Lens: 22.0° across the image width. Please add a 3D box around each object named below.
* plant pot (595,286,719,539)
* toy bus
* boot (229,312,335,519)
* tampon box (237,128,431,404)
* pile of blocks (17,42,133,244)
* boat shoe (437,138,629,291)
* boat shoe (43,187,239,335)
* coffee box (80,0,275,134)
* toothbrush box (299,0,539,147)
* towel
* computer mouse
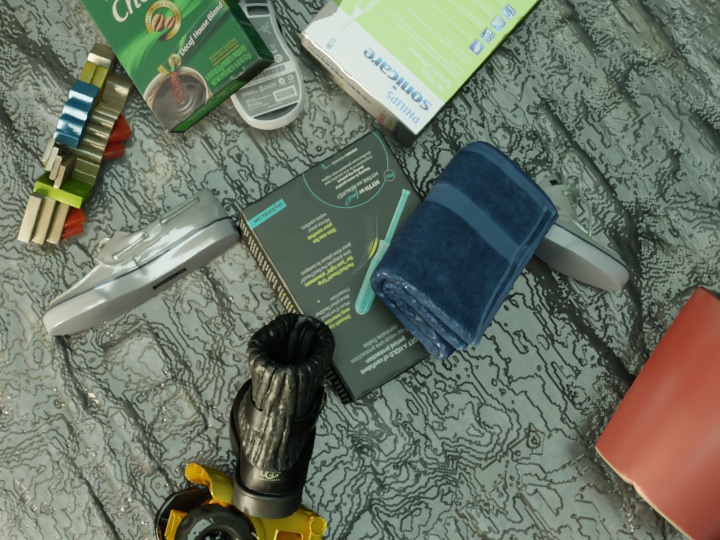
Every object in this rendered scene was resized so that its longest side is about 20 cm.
[{"bbox_3d":[0.323,0.144,1.684,0.200,0.200,0.177,41,94,1],"label":"plant pot"},{"bbox_3d":[-0.099,0.293,1.681,0.192,0.136,0.201,17,87,-18],"label":"toy bus"},{"bbox_3d":[-0.069,0.101,1.628,0.079,0.211,0.158,3,114,-7],"label":"boot"},{"bbox_3d":[0.000,0.000,1.700,0.150,0.126,0.200,-31,88,-7],"label":"tampon box"},{"bbox_3d":[-0.253,-0.111,1.717,0.062,0.082,0.201,19,84,-1],"label":"pile of blocks"},{"bbox_3d":[0.177,-0.062,1.749,0.202,0.075,0.086,31,76,7],"label":"boat shoe"},{"bbox_3d":[-0.212,-0.009,1.724,0.200,0.074,0.065,-29,78,-12],"label":"boat shoe"},{"bbox_3d":[-0.182,-0.240,1.721,0.123,0.044,0.200,-35,80,17],"label":"coffee box"},{"bbox_3d":[0.061,-0.241,1.744,0.146,0.086,0.200,41,84,0],"label":"toothbrush box"},{"bbox_3d":[0.094,-0.023,1.625,0.112,0.049,0.200,44,53,-9],"label":"towel"},{"bbox_3d":[-0.111,-0.224,1.756,0.109,0.044,0.201,-18,82,-6],"label":"computer mouse"}]
